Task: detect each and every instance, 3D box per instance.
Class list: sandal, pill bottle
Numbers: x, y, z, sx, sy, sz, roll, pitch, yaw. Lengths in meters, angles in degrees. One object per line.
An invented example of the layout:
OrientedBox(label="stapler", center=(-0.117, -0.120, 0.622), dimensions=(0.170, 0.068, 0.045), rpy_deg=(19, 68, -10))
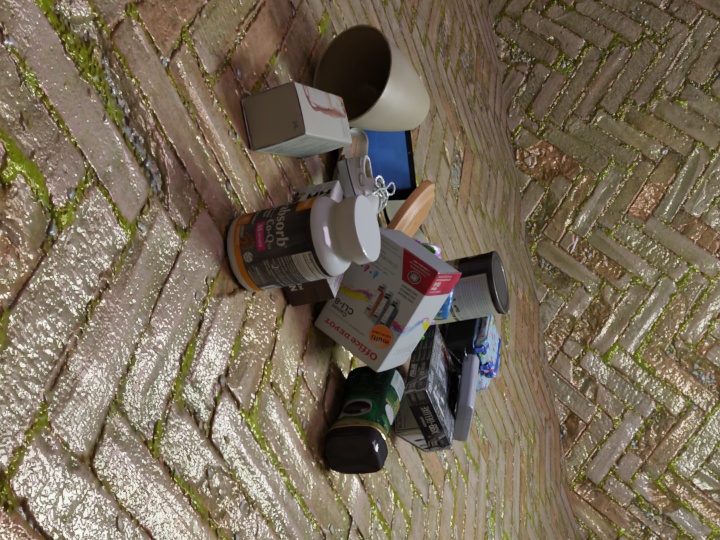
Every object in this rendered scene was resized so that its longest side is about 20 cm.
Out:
OrientedBox(label="sandal", center=(-0.008, -0.188, 1.564), dimensions=(0.080, 0.054, 0.202), rpy_deg=(17, 67, -32))
OrientedBox(label="pill bottle", center=(-0.080, -0.041, 1.176), dimensions=(0.116, 0.198, 0.117), rpy_deg=(-12, 90, -69))

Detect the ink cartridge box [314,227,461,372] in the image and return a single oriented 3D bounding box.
OrientedBox(label="ink cartridge box", center=(0.047, 0.049, 1.409), dimensions=(0.201, 0.145, 0.144), rpy_deg=(-59, 161, 12))

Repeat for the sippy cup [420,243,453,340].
OrientedBox(label="sippy cup", center=(0.121, 0.044, 1.678), dimensions=(0.140, 0.129, 0.179), rpy_deg=(-74, 174, -74))

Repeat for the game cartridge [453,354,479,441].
OrientedBox(label="game cartridge", center=(0.220, 0.279, 1.738), dimensions=(0.201, 0.041, 0.134), rpy_deg=(86, 17, -59))

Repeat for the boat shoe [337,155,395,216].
OrientedBox(label="boat shoe", center=(0.018, -0.138, 1.447), dimensions=(0.203, 0.085, 0.075), rpy_deg=(-104, 171, -50))

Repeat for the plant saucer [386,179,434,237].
OrientedBox(label="plant saucer", center=(0.094, -0.095, 1.692), dimensions=(0.032, 0.201, 0.200), rpy_deg=(36, 21, 8))

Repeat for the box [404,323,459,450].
OrientedBox(label="box", center=(0.147, 0.233, 1.661), dimensions=(0.201, 0.049, 0.158), rpy_deg=(-74, 145, -52))

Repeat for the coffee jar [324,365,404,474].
OrientedBox(label="coffee jar", center=(0.008, 0.251, 1.389), dimensions=(0.200, 0.103, 0.086), rpy_deg=(-66, 144, -55))

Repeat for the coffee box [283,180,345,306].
OrientedBox(label="coffee box", center=(-0.074, -0.047, 1.358), dimensions=(0.201, 0.079, 0.114), rpy_deg=(-70, 143, -55))

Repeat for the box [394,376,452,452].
OrientedBox(label="box", center=(0.132, 0.306, 1.738), dimensions=(0.200, 0.060, 0.118), rpy_deg=(44, 39, -55))

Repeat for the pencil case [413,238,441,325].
OrientedBox(label="pencil case", center=(0.128, 0.033, 1.786), dimensions=(0.085, 0.083, 0.202), rpy_deg=(20, 73, -64))

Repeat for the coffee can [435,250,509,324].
OrientedBox(label="coffee can", center=(0.233, 0.045, 1.929), dimensions=(0.146, 0.198, 0.148), rpy_deg=(-11, 90, -69))

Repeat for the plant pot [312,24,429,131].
OrientedBox(label="plant pot", center=(0.043, -0.344, 1.591), dimensions=(0.199, 0.186, 0.189), rpy_deg=(15, 65, -50))

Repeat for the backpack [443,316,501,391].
OrientedBox(label="backpack", center=(0.283, 0.217, 2.070), dimensions=(0.183, 0.133, 0.201), rpy_deg=(-65, 141, -56))

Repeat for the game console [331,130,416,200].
OrientedBox(label="game console", center=(0.024, -0.248, 1.655), dimensions=(0.172, 0.118, 0.202), rpy_deg=(28, 54, -64))

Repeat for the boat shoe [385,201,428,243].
OrientedBox(label="boat shoe", center=(0.100, -0.110, 1.863), dimensions=(0.063, 0.073, 0.203), rpy_deg=(-165, -127, -80))

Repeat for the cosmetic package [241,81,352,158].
OrientedBox(label="cosmetic package", center=(-0.100, -0.244, 1.359), dimensions=(0.200, 0.103, 0.088), rpy_deg=(-13, 90, -71))
